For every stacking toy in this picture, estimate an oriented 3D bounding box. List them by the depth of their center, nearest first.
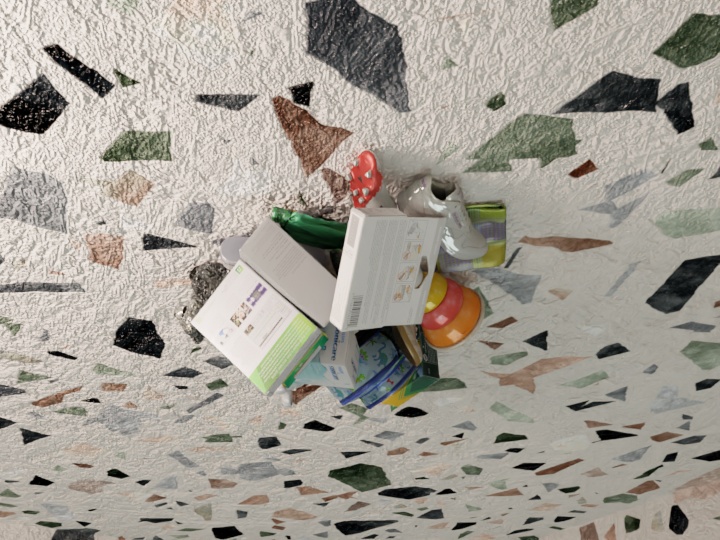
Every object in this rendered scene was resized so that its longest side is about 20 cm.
[{"bbox_3d":[0.142,0.049,1.682,0.144,0.148,0.200,-22,130,28],"label":"stacking toy"}]

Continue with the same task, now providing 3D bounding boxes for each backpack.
[{"bbox_3d":[0.024,0.196,1.784,0.199,0.148,0.183,-37,177,-45],"label":"backpack"}]

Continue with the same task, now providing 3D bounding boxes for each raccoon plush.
[{"bbox_3d":[-0.259,0.058,1.630,0.196,0.137,0.097,-14,146,17],"label":"raccoon plush"}]

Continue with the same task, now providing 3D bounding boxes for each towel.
[{"bbox_3d":[0.204,-0.057,1.599,0.140,0.023,0.201,-5,148,4],"label":"towel"}]

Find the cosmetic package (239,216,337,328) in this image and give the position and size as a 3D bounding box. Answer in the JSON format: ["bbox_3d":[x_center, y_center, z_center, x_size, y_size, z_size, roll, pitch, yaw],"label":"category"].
[{"bbox_3d":[-0.114,0.007,1.490,0.199,0.082,0.113,41,172,-4],"label":"cosmetic package"}]

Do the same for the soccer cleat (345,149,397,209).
[{"bbox_3d":[0.025,-0.120,1.436,0.084,0.069,0.203,-24,135,-28],"label":"soccer cleat"}]

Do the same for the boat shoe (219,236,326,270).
[{"bbox_3d":[-0.161,-0.022,1.587,0.195,0.075,0.066,10,153,-2],"label":"boat shoe"}]

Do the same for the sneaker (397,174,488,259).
[{"bbox_3d":[0.158,-0.090,1.472,0.198,0.076,0.099,32,126,-26],"label":"sneaker"}]

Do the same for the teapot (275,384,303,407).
[{"bbox_3d":[-0.171,0.198,1.855,0.198,0.149,0.196,23,140,-37],"label":"teapot"}]

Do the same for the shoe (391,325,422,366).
[{"bbox_3d":[0.084,0.091,1.694,0.053,0.204,0.070,-25,-172,-11],"label":"shoe"}]

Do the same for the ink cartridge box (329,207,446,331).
[{"bbox_3d":[0.046,-0.003,1.438,0.173,0.045,0.204,-2,114,-36],"label":"ink cartridge box"}]

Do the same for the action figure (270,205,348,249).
[{"bbox_3d":[-0.071,-0.076,1.511,0.197,0.056,0.118,14,146,-33],"label":"action figure"}]

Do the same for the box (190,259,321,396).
[{"bbox_3d":[-0.182,0.098,1.485,0.145,0.199,0.036,-50,158,-1],"label":"box"}]

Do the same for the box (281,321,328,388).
[{"bbox_3d":[-0.166,0.100,1.527,0.118,0.199,0.048,-48,161,-8],"label":"box"}]

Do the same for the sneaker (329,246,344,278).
[{"bbox_3d":[0.000,0.000,1.573,0.084,0.079,0.200,-28,158,4],"label":"sneaker"}]

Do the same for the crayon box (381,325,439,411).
[{"bbox_3d":[0.099,0.222,1.937,0.051,0.128,0.200,15,144,-26],"label":"crayon box"}]

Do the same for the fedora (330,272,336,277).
[{"bbox_3d":[-0.102,0.041,1.640,0.195,0.084,0.201,2,-176,0],"label":"fedora"}]

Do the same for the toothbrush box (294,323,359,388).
[{"bbox_3d":[-0.108,0.153,1.605,0.195,0.087,0.147,5,156,10],"label":"toothbrush box"}]
